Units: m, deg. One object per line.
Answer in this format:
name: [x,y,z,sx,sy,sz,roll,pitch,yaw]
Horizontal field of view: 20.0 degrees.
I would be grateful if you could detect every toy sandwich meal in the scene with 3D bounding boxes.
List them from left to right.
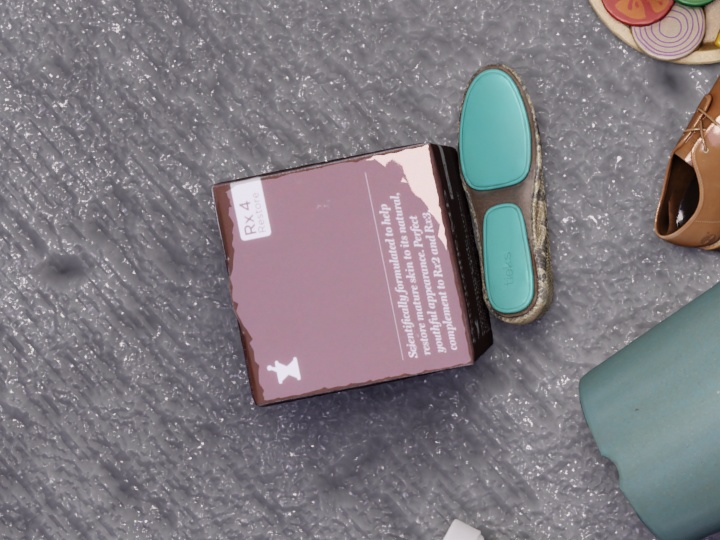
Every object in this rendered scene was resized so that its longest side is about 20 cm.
toy sandwich meal: [0.260,-0.256,1.548,0.205,0.070,0.205,0,92,8]

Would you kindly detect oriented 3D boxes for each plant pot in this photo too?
plant pot: [0.280,0.097,1.505,0.196,0.200,0.200,-31,88,15]

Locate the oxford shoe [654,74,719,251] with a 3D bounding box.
oxford shoe: [0.273,-0.104,1.518,0.071,0.071,0.200,40,121,47]

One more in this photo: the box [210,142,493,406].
box: [0.000,0.000,1.529,0.164,0.200,0.166,-11,91,8]

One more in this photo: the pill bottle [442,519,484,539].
pill bottle: [0.138,0.279,1.561,0.200,0.116,0.116,29,96,6]

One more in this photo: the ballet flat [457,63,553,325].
ballet flat: [0.116,-0.057,1.575,0.068,0.075,0.200,-8,86,23]
